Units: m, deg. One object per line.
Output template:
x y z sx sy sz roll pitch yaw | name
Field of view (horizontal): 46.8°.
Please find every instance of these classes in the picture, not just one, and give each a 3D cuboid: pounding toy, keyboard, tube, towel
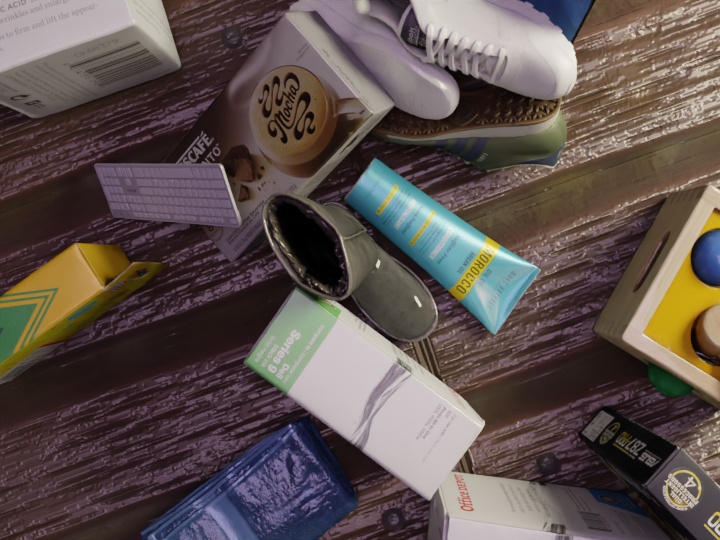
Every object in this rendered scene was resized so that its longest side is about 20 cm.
0.332 0.058 0.756 0.182 0.142 0.202 31 91 1 | pounding toy
-0.180 -0.071 0.758 0.011 0.198 0.057 -42 124 -37 | keyboard
0.076 -0.028 0.811 0.199 0.050 0.078 37 98 -5 | tube
-0.106 0.242 0.812 0.199 0.049 0.112 -37 91 1 | towel

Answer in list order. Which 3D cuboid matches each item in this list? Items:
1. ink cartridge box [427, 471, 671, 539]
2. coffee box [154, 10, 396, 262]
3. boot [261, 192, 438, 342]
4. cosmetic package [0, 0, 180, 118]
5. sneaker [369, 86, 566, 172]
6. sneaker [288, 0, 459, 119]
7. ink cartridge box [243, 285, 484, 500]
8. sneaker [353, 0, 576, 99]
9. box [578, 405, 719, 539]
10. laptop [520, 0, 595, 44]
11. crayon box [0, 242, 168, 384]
0.164 0.251 0.758 0.196 0.146 0.088 6 93 1 | ink cartridge box
-0.079 -0.119 0.757 0.113 0.080 0.200 48 115 -1 | coffee box
-0.001 0.002 0.731 0.181 0.200 0.073 43 91 0 | boot
-0.283 -0.270 0.751 0.162 0.165 0.204 -18 89 1 | cosmetic package
0.100 -0.127 0.793 0.197 0.090 0.068 4 62 28 | sneaker
0.026 -0.219 0.771 0.199 0.076 0.088 39 72 24 | sneaker
0.003 0.103 0.759 0.199 0.146 0.085 37 90 1 | ink cartridge box
0.087 -0.196 0.701 0.198 0.077 0.081 34 54 12 | sneaker
0.284 0.204 0.730 0.161 0.200 0.049 44 90 -1 | box
0.089 -0.257 0.724 0.196 0.187 0.118 8 77 1 | laptop
-0.284 0.033 0.774 0.198 0.127 0.051 -35 90 0 | crayon box
